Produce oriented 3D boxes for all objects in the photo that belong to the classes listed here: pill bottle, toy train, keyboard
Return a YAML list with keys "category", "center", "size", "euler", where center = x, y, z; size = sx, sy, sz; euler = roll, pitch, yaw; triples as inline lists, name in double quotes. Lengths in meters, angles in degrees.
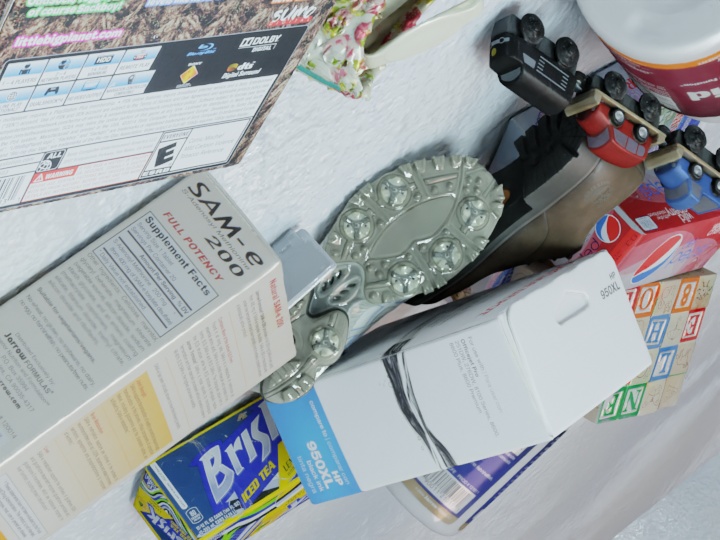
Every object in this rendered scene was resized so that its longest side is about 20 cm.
- category: "pill bottle"
  center: [0.200, -0.155, 0.976]
  size: [0.114, 0.114, 0.200]
  euler: [-44, 160, 10]
- category: "toy train"
  center: [0.154, -0.086, 0.974]
  size: [0.034, 0.199, 0.046]
  euler: [-20, -133, 54]
- category: "keyboard"
  center: [-0.099, 0.051, 0.951]
  size: [0.200, 0.056, 0.011]
  euler: [-41, 128, -1]
- category: "pill bottle"
  center: [0.108, 0.116, 1.373]
  size: [0.200, 0.116, 0.116]
  euler: [-44, 160, 7]

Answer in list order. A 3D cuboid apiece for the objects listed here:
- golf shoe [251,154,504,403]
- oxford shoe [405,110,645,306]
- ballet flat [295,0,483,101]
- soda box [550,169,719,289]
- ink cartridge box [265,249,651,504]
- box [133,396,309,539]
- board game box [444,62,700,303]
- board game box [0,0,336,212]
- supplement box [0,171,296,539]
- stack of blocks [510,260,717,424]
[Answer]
- category: "golf shoe"
  center: [0.000, 0.000, 1.029]
  size: [0.200, 0.078, 0.097]
  euler: [-37, 180, -3]
- category: "oxford shoe"
  center: [0.102, -0.024, 1.063]
  size: [0.084, 0.073, 0.200]
  euler: [27, 137, -30]
- category: "ballet flat"
  center: [0.047, -0.152, 0.774]
  size: [0.200, 0.064, 0.076]
  euler: [-42, 160, 0]
- category: "soda box"
  center: [0.209, -0.034, 1.197]
  size: [0.200, 0.063, 0.070]
  euler: [-12, 145, -54]
- category: "ink cartridge box"
  center: [0.063, 0.068, 1.052]
  size: [0.199, 0.085, 0.144]
  euler: [-21, -176, 39]
- category: "box"
  center: [-0.058, 0.129, 1.157]
  size: [0.199, 0.070, 0.064]
  euler: [-29, 159, -31]
- category: "board game box"
  center: [0.162, -0.070, 1.190]
  size: [0.199, 0.041, 0.200]
  euler: [-29, 156, -30]
- category: "board game box"
  center: [-0.078, -0.127, 0.543]
  size: [0.159, 0.097, 0.200]
  euler: [-16, 149, -50]
- category: "supplement box"
  center: [-0.134, 0.052, 0.851]
  size: [0.200, 0.074, 0.126]
  euler: [-36, 159, -15]
- category: "stack of blocks"
  center: [0.180, 0.051, 1.243]
  size: [0.199, 0.058, 0.116]
  euler: [-5, 116, -49]
